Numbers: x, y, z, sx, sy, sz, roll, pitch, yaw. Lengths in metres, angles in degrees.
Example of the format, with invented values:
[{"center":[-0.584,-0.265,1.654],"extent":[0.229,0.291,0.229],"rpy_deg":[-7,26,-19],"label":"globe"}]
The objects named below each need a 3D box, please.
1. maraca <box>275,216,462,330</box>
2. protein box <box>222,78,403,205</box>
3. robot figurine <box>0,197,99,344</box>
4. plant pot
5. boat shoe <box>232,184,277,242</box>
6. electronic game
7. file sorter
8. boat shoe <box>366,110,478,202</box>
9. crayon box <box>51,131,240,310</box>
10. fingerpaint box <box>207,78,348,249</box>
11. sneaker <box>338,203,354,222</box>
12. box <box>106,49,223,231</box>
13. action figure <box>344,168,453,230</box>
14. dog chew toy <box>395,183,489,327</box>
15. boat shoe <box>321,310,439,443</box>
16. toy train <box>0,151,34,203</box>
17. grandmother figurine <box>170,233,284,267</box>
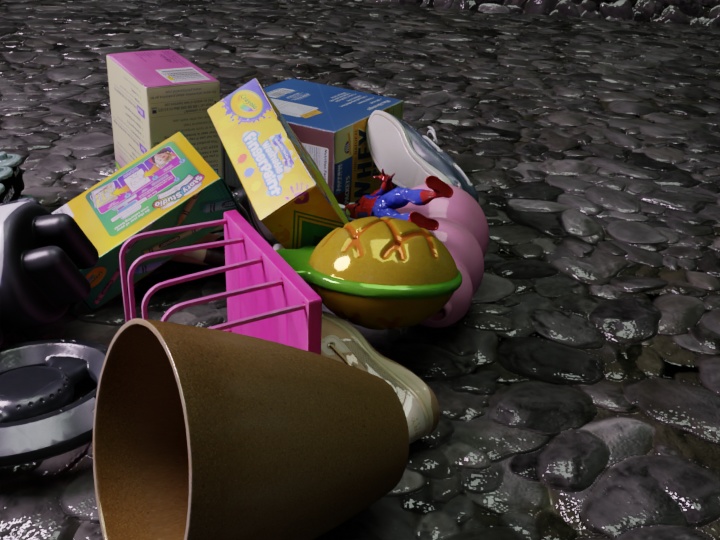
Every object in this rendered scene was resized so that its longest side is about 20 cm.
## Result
[{"center":[0.000,0.000,0.849],"extent":[0.198,0.108,0.137],"rpy_deg":[6,12,13],"label":"maraca"},{"center":[-0.072,-0.178,1.258],"extent":[0.199,0.136,0.198],"rpy_deg":[17,29,25],"label":"protein box"},{"center":[-0.363,0.002,0.859],"extent":[0.198,0.126,0.150],"rpy_deg":[-9,12,11],"label":"robot figurine"},{"center":[-0.069,0.128,0.634],"extent":[0.199,0.188,0.186],"rpy_deg":[1,23,-33],"label":"plant pot"},{"center":[-0.143,-0.072,1.107],"extent":[0.066,0.070,0.200],"rpy_deg":[-30,25,-1],"label":"boat shoe"},{"center":[-0.291,0.113,0.761],"extent":[0.198,0.042,0.200],"rpy_deg":[-3,21,1],"label":"electronic game"},{"center":[-0.133,0.055,0.787],"extent":[0.125,0.140,0.200],"rpy_deg":[-12,30,-25],"label":"file sorter"},{"center":[0.078,-0.142,1.127],"extent":[0.061,0.075,0.200],"rpy_deg":[-9,40,-35],"label":"boat shoe"},{"center":[-0.250,-0.059,0.980],"extent":[0.199,0.058,0.119],"rpy_deg":[-35,48,-10],"label":"crayon box"},{"center":[-0.080,-0.092,0.991],"extent":[0.073,0.167,0.201],"rpy_deg":[-32,52,4],"label":"fingerpaint box"},{"center":[0.018,-0.052,1.105],"extent":[0.199,0.067,0.091],"rpy_deg":[-8,36,-21],"label":"sneaker"},{"center":[-0.257,-0.169,1.148],"extent":[0.096,0.201,0.176],"rpy_deg":[-12,29,-28],"label":"box"},{"center":[0.029,-0.070,0.955],"extent":[0.051,0.066,0.200],"rpy_deg":[23,-9,-20],"label":"action figure"},{"center":[0.084,-0.012,0.974],"extent":[0.123,0.125,0.201],"rpy_deg":[4,34,2],"label":"dog chew toy"},{"center":[-0.020,0.095,0.794],"extent":[0.064,0.072,0.199],"rpy_deg":[-23,36,-39],"label":"boat shoe"},{"center":[-0.487,-0.087,1.099],"extent":[0.113,0.086,0.200],"rpy_deg":[-10,28,-5],"label":"toy train"},{"center":[-0.164,-0.020,1.027],"extent":[0.199,0.061,0.121],"rpy_deg":[17,23,20],"label":"grandmother figurine"}]
